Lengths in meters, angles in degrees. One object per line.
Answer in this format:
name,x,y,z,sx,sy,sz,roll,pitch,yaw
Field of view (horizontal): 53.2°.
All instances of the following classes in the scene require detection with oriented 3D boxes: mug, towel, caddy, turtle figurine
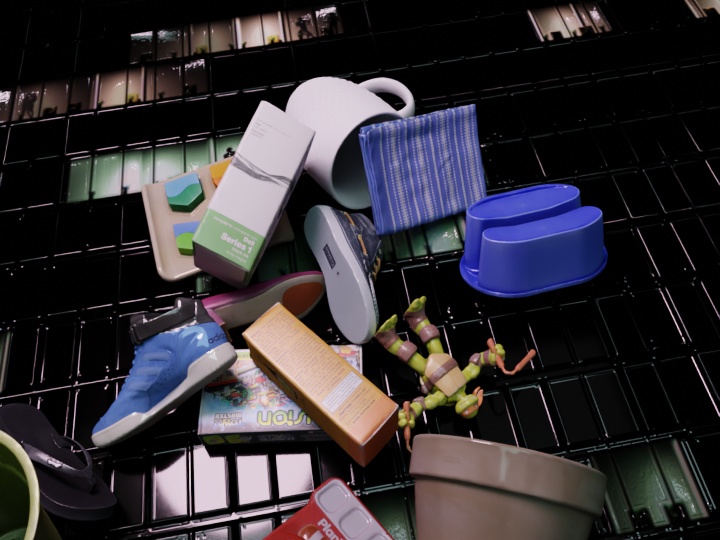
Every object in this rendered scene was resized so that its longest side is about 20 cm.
mug,-0.010,-0.213,1.050,0.198,0.149,0.175,-35,51,-13
towel,0.092,-0.140,0.989,0.196,0.149,0.024,-18,14,-27
caddy,0.225,-0.031,0.942,0.194,0.107,0.142,-12,31,-5
turtle figurine,0.101,0.114,0.867,0.198,0.065,0.162,-34,73,-15

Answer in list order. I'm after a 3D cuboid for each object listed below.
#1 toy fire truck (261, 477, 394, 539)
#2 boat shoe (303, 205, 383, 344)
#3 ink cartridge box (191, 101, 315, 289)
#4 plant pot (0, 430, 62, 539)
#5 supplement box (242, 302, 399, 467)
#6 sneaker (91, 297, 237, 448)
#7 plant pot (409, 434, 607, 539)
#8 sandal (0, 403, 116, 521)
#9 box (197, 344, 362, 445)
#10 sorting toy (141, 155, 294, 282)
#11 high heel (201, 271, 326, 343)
toy fire truck,-0.016,0.321,0.715,0.166,0.114,0.199,-28,57,-38
boat shoe,0.000,0.000,0.939,0.089,0.071,0.204,2,55,-39
ink cartridge box,-0.139,-0.092,0.932,0.083,0.146,0.204,26,75,-6
plant pot,-0.373,0.285,0.699,0.194,0.192,0.204,-2,54,2
supplement box,-0.047,0.127,0.824,0.198,0.067,0.069,36,64,24
sneaker,-0.249,0.112,0.842,0.198,0.077,0.113,-36,82,8
plant pot,0.131,0.269,0.698,0.194,0.201,0.178,10,71,10
sandal,-0.351,0.210,0.816,0.198,0.076,0.044,34,105,24
box,-0.093,0.150,0.872,0.194,0.035,0.112,-3,55,1
sorting toy,-0.211,-0.090,1.044,0.195,0.037,0.188,-17,56,-9
high heel,-0.141,0.035,0.945,0.196,0.069,0.096,-21,32,-26
